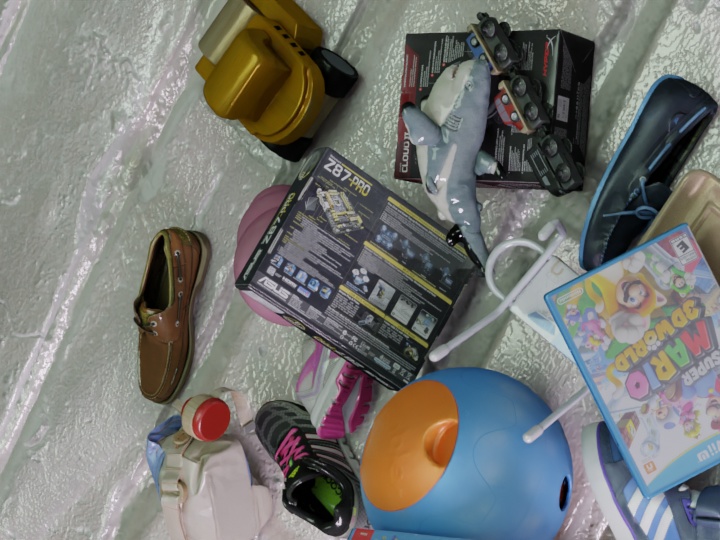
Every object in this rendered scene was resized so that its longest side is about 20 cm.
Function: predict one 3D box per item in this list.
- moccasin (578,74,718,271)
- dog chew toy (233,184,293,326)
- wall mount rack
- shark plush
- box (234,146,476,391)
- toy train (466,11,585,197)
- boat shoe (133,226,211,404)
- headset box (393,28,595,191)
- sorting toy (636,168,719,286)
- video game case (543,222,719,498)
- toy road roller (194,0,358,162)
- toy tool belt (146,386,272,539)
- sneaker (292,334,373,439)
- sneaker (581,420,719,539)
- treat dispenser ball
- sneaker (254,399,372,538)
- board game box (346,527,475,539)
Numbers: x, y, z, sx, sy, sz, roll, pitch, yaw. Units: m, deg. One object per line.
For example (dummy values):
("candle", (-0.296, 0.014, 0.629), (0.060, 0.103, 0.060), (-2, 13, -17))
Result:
("moccasin", (0.265, -0.081, 1.669), (0.068, 0.080, 0.201), (28, 104, 25))
("dog chew toy", (-0.074, -0.026, 1.863), (0.125, 0.124, 0.200), (-57, 21, 17))
("wall mount rack", (0.169, 0.057, 1.642), (0.200, 0.075, 0.174), (40, 91, 22))
("shark plush", (0.097, -0.094, 1.703), (0.083, 0.091, 0.201), (-9, 85, 17))
("box", (0.000, 0.000, 1.757), (0.162, 0.200, 0.049), (-61, 20, -11))
("toy train", (0.151, -0.156, 1.696), (0.046, 0.034, 0.201), (-41, 65, 38))
("boat shoe", (-0.225, 0.050, 2.014), (0.072, 0.068, 0.201), (10, 92, 34))
("headset box", (0.122, -0.157, 1.781), (0.199, 0.077, 0.150), (3, 87, 37))
("sorting toy", (0.331, 0.036, 1.626), (0.200, 0.036, 0.186), (41, 114, 22))
("video game case", (0.268, 0.079, 1.584), (0.143, 0.018, 0.201), (-27, 89, -3))
("toy road roller", (-0.113, -0.219, 1.913), (0.200, 0.146, 0.123), (49, 112, 29))
("toy tool belt", (-0.179, 0.204, 1.916), (0.123, 0.125, 0.201), (22, 133, 42))
("sneaker", (-0.013, 0.070, 1.852), (0.088, 0.081, 0.201), (38, 103, 35))
("sneaker", (0.297, 0.203, 1.625), (0.146, 0.080, 0.201), (-29, 66, 21))
("treat dispenser ball", (0.099, 0.191, 1.686), (0.200, 0.201, 0.202), (-4, 83, 35))
("sneaker", (-0.053, 0.204, 1.863), (0.200, 0.087, 0.074), (48, 112, 29))
("board game box", (0.103, 0.317, 1.618), (0.199, 0.196, 0.056), (0, 48, 36))
